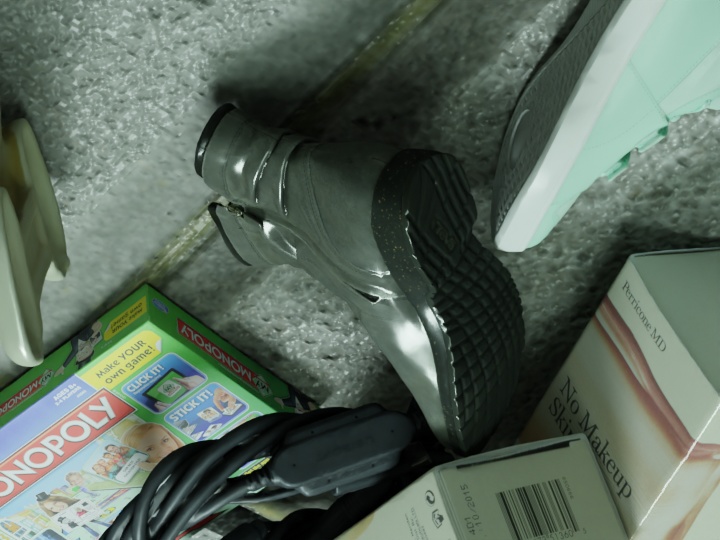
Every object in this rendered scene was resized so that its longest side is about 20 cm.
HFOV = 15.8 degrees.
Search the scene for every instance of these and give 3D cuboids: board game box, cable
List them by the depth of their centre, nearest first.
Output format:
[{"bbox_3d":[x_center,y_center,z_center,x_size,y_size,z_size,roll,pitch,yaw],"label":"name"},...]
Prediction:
[{"bbox_3d":[-0.046,0.121,1.335,0.199,0.051,0.163,-21,160,-13],"label":"cable"},{"bbox_3d":[-0.136,0.101,1.358,0.200,0.029,0.134,-35,129,24],"label":"board game box"}]

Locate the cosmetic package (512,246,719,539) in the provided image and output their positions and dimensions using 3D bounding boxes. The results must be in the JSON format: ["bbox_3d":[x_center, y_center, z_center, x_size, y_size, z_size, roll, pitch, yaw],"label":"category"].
[{"bbox_3d":[0.148,0.093,1.326,0.087,0.104,0.201,-3,136,-33],"label":"cosmetic package"}]

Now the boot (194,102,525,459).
[{"bbox_3d":[0.000,0.000,1.240,0.130,0.068,0.201,15,144,31],"label":"boot"}]

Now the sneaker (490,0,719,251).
[{"bbox_3d":[0.143,-0.070,1.196,0.118,0.074,0.201,20,125,-17],"label":"sneaker"}]

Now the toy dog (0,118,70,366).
[{"bbox_3d":[-0.249,-0.024,1.152,0.199,0.140,0.195,-13,121,4],"label":"toy dog"}]

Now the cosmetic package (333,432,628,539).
[{"bbox_3d":[0.037,0.158,1.328,0.105,0.071,0.200,-9,160,-37],"label":"cosmetic package"}]
